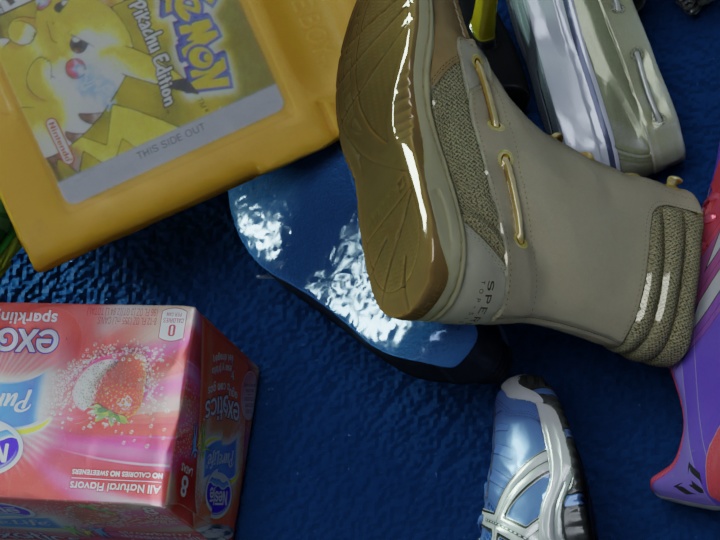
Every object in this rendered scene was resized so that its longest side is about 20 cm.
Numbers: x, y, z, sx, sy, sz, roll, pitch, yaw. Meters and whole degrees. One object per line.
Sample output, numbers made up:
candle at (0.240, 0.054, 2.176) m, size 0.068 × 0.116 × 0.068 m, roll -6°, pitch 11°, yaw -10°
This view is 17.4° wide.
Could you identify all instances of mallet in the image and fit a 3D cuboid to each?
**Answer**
mallet at (0.059, -0.154, 1.115) m, size 0.041 × 0.200 × 0.066 m, roll -14°, pitch 52°, yaw -12°

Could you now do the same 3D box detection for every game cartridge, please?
game cartridge at (-0.098, -0.118, 1.114) m, size 0.200 × 0.032 × 0.176 m, roll -24°, pitch 95°, yaw -2°

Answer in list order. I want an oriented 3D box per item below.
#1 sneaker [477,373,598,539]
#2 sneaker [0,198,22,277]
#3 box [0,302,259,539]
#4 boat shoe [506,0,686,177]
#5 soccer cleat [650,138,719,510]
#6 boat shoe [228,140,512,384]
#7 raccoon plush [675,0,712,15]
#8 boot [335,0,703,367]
sneaker at (0.069, 0.141, 1.054) m, size 0.077 × 0.076 × 0.200 m, roll -6°, pitch 66°, yaw 11°
sneaker at (-0.185, -0.059, 1.176) m, size 0.074 × 0.084 × 0.200 m, roll 4°, pitch 31°, yaw 10°
box at (-0.162, 0.076, 1.143) m, size 0.200 × 0.095 × 0.103 m, roll 2°, pitch 71°, yaw 19°
boat shoe at (0.109, -0.131, 1.163) m, size 0.062 × 0.072 × 0.200 m, roll -12°, pitch 74°, yaw -4°
soccer cleat at (0.168, 0.012, 1.082) m, size 0.073 × 0.068 × 0.200 m, roll -6°, pitch 70°, yaw 20°
boat shoe at (0.000, 0.000, 1.135) m, size 0.084 × 0.069 × 0.200 m, roll -46°, pitch 46°, yaw 10°
raccoon plush at (0.140, -0.210, 1.189) m, size 0.200 × 0.097 × 0.134 m, roll 25°, pitch 92°, yaw 54°
boot at (0.075, -0.053, 1.074) m, size 0.073 × 0.155 × 0.200 m, roll -50°, pitch 37°, yaw 43°
